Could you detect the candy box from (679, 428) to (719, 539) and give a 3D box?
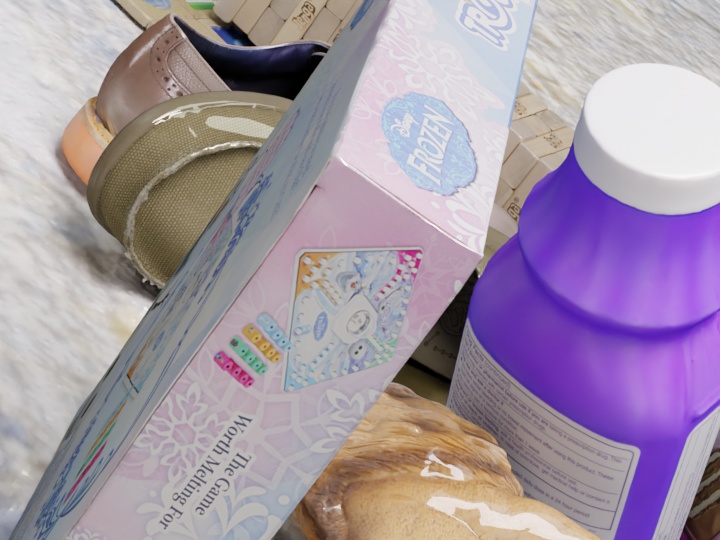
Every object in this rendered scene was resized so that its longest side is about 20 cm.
[{"bbox_3d":[0.161,0.099,0.835,0.061,0.136,0.200,-30,62,-29],"label":"candy box"}]

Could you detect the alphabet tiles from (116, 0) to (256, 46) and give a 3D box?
[{"bbox_3d":[-0.066,-0.129,1.126,0.200,0.006,0.166,44,25,19],"label":"alphabet tiles"}]

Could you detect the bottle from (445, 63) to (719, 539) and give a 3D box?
[{"bbox_3d":[0.072,0.025,0.783,0.084,0.200,0.065,37,52,24],"label":"bottle"}]

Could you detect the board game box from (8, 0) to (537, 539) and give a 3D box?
[{"bbox_3d":[-0.030,0.020,0.659,0.043,0.199,0.200,32,25,-6],"label":"board game box"}]

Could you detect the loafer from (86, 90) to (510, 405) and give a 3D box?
[{"bbox_3d":[0.000,0.000,0.888,0.200,0.076,0.067,20,22,-30],"label":"loafer"}]

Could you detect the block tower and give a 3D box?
[{"bbox_3d":[0.033,-0.065,1.065,0.200,0.058,0.054,43,24,13],"label":"block tower"}]

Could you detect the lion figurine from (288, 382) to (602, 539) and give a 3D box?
[{"bbox_3d":[0.012,0.104,0.722,0.122,0.073,0.200,24,29,0],"label":"lion figurine"}]

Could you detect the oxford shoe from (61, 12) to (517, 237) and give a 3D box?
[{"bbox_3d":[-0.008,-0.038,0.950,0.200,0.073,0.071,16,30,-38],"label":"oxford shoe"}]
